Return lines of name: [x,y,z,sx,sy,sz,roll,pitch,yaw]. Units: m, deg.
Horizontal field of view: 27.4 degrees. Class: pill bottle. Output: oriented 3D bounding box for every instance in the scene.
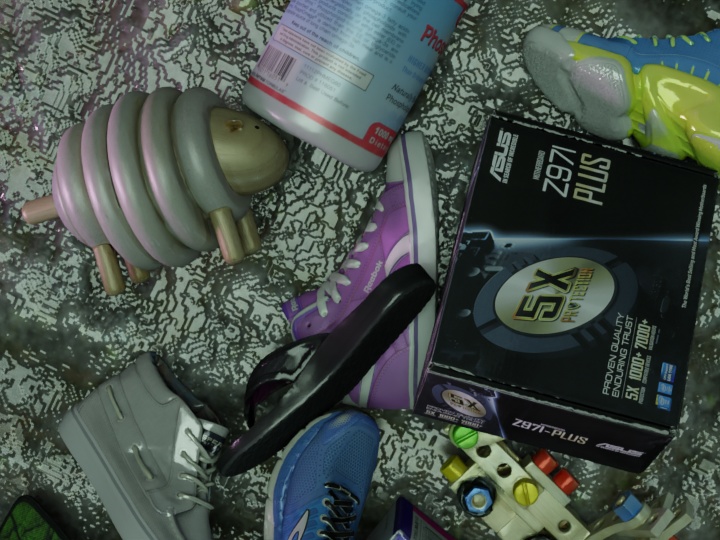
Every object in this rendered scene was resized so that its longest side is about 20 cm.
pill bottle: [0.010,-0.177,1.014,0.109,0.109,0.200,30,96,0]

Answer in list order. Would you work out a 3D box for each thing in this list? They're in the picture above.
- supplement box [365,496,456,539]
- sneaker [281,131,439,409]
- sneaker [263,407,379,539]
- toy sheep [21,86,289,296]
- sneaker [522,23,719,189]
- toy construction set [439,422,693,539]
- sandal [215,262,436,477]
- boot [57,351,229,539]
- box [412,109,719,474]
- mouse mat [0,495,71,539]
supplement box: [0.076,0.271,1.053,0.200,0.101,0.103,38,96,-1]
sneaker: [0.000,0.000,1.050,0.114,0.073,0.201,2,95,6]
sneaker: [-0.022,0.190,0.990,0.079,0.089,0.200,29,72,-36]
toy sheep: [-0.145,-0.059,1.024,0.200,0.138,0.138,-15,94,10]
sneaker: [0.217,-0.135,1.037,0.200,0.076,0.105,32,68,8]
toy construction set: [0.136,0.140,1.050,0.131,0.092,0.200,-45,81,5]
sandal: [-0.030,0.063,1.012,0.200,0.075,0.048,-46,70,12]
boot: [-0.128,0.146,1.038,0.096,0.074,0.200,-42,64,2]
box: [0.139,0.014,0.993,0.164,0.086,0.200,16,65,2]
mouse mat: [-0.244,0.285,1.064,0.161,0.008,0.200,39,107,31]
